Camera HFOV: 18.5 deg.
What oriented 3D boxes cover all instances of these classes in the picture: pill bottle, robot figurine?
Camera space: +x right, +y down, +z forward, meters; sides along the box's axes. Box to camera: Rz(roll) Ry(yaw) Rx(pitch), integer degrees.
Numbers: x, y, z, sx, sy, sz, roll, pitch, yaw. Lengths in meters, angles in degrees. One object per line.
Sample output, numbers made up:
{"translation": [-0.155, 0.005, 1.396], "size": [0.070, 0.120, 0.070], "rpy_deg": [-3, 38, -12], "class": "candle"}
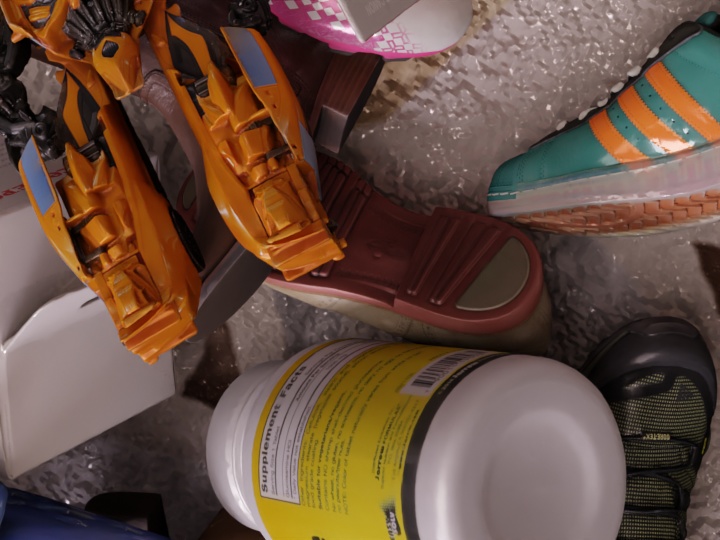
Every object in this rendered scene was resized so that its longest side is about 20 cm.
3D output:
{"translation": [0.017, 0.090, 1.007], "size": [0.199, 0.112, 0.113], "rpy_deg": [3, 114, 54], "class": "pill bottle"}
{"translation": [-0.090, -0.072, 0.933], "size": [0.144, 0.058, 0.201], "rpy_deg": [-29, 68, 5], "class": "robot figurine"}

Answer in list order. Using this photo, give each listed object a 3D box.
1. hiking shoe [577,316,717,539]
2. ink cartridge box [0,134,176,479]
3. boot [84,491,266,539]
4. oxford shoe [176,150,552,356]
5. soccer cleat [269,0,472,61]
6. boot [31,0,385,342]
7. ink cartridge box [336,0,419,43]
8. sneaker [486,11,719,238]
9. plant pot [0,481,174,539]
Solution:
{"translation": [0.130, 0.120, 1.011], "size": [0.075, 0.101, 0.202], "rpy_deg": [1, 120, -17], "class": "hiking shoe"}
{"translation": [-0.186, 0.010, 1.052], "size": [0.199, 0.128, 0.126], "rpy_deg": [10, 113, 33], "class": "ink cartridge box"}
{"translation": [-0.066, 0.191, 1.136], "size": [0.198, 0.070, 0.148], "rpy_deg": [6, 114, 23], "class": "boot"}
{"translation": [0.000, 0.000, 1.043], "size": [0.199, 0.071, 0.075], "rpy_deg": [23, 158, 29], "class": "oxford shoe"}
{"translation": [-0.037, -0.165, 0.984], "size": [0.199, 0.070, 0.087], "rpy_deg": [29, 144, 9], "class": "soccer cleat"}
{"translation": [-0.112, -0.080, 1.004], "size": [0.199, 0.187, 0.064], "rpy_deg": [28, 145, 5], "class": "boot"}
{"translation": [-0.025, -0.187, 0.910], "size": [0.044, 0.200, 0.177], "rpy_deg": [-24, 100, 26], "class": "ink cartridge box"}
{"translation": [0.143, -0.066, 0.974], "size": [0.199, 0.071, 0.081], "rpy_deg": [-13, 72, 34], "class": "sneaker"}
{"translation": [-0.209, 0.186, 1.030], "size": [0.199, 0.179, 0.202], "rpy_deg": [8, 73, 39], "class": "plant pot"}
